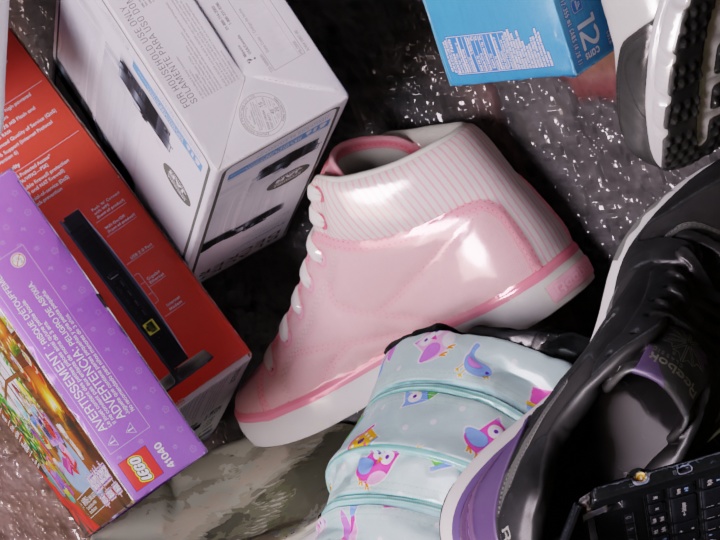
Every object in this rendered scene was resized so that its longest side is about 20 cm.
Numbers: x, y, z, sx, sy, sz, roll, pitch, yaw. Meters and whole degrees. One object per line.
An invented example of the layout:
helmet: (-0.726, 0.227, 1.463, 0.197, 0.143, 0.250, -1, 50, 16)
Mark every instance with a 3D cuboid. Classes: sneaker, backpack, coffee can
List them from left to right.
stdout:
coffee can: (-0.027, 0.194, 1.071, 0.146, 0.146, 0.200, -4, 113, 44)
sneaker: (0.000, 0.000, 0.971, 0.200, 0.075, 0.105, -28, 99, 42)
backpack: (0.077, 0.112, 0.903, 0.167, 0.127, 0.200, -12, 132, 41)
sneaker: (0.109, -0.133, 0.795, 0.080, 0.074, 0.201, 24, 124, 40)
sneaker: (0.112, 0.035, 0.797, 0.076, 0.200, 0.088, 37, 162, -2)

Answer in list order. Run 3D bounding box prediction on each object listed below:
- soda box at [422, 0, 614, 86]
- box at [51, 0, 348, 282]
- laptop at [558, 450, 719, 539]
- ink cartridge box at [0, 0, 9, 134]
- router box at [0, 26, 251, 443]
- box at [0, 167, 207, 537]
soda box: (0.045, -0.172, 0.821, 0.064, 0.068, 0.201, 0, 116, 44)
box: (-0.073, -0.072, 0.936, 0.117, 0.060, 0.200, 57, 165, 6)
laptop: (0.119, 0.140, 0.744, 0.177, 0.199, 0.104, 71, -176, -61)
ink cartridge box: (-0.209, -0.153, 0.883, 0.147, 0.085, 0.201, 3, 90, 42)
router box: (-0.131, 0.002, 1.048, 0.180, 0.049, 0.200, 54, 164, 6)
box: (-0.132, 0.043, 0.968, 0.137, 0.039, 0.200, 55, 164, 2)
